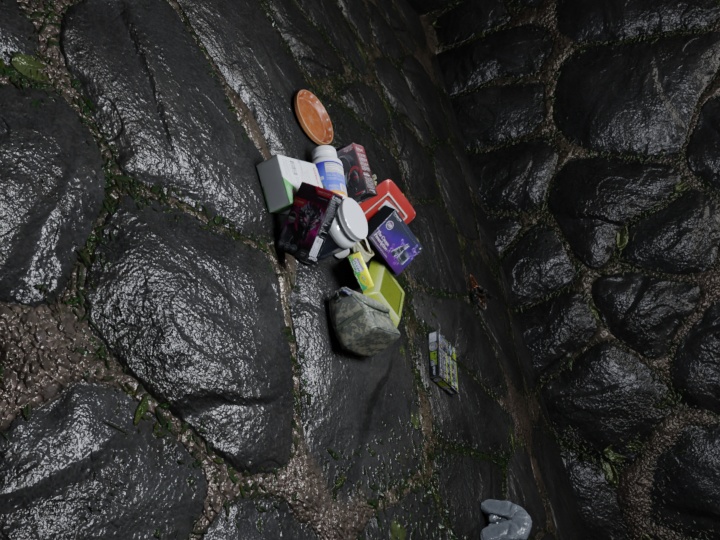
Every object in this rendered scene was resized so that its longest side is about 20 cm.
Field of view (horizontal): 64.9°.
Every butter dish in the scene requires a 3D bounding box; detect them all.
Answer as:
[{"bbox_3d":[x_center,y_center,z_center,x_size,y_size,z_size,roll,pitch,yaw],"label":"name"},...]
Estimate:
[{"bbox_3d":[0.064,-0.224,2.041,0.200,0.199,0.148,47,8,-33],"label":"butter dish"}]

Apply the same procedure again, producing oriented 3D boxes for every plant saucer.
[{"bbox_3d":[0.094,0.082,1.980,0.200,0.048,0.201,53,31,-28],"label":"plant saucer"},{"bbox_3d":[-0.165,-0.525,1.958,0.200,0.032,0.202,41,38,-41],"label":"plant saucer"}]

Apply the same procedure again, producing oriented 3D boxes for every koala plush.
[{"bbox_3d":[0.549,0.965,2.071,0.178,0.182,0.201,-70,143,-51],"label":"koala plush"}]

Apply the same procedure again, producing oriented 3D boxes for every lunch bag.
[{"bbox_3d":[0.004,0.145,1.674,0.200,0.139,0.168,25,31,-56],"label":"lunch bag"}]

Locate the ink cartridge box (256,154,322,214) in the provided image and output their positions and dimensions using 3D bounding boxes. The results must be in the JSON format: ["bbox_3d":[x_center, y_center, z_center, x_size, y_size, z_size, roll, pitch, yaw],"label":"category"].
[{"bbox_3d":[-0.194,-0.242,1.647,0.199,0.087,0.147,-4,76,-60],"label":"ink cartridge box"}]

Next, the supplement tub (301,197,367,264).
[{"bbox_3d":[-0.094,-0.112,1.613,0.140,0.199,0.141,40,38,-42],"label":"supplement tub"}]

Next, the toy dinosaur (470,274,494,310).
[{"bbox_3d":[0.583,0.118,2.819,0.200,0.102,0.136,41,12,-19],"label":"toy dinosaur"}]

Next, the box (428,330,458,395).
[{"bbox_3d":[0.322,0.360,2.202,0.160,0.044,0.201,44,36,-40],"label":"box"}]

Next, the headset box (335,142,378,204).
[{"bbox_3d":[-0.045,-0.321,1.906,0.075,0.148,0.202,0,72,-61],"label":"headset box"}]

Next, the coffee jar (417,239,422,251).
[{"bbox_3d":[0.151,-0.126,2.167,0.200,0.104,0.086,49,22,-32],"label":"coffee jar"}]

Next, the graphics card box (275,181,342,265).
[{"bbox_3d":[-0.140,-0.129,1.526,0.051,0.125,0.202,20,93,-56],"label":"graphics card box"}]

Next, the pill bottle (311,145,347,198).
[{"bbox_3d":[-0.106,-0.295,1.817,0.112,0.111,0.202,24,50,-53],"label":"pill bottle"}]

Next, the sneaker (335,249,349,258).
[{"bbox_3d":[-0.084,-0.142,1.787,0.089,0.075,0.202,-93,172,-62],"label":"sneaker"}]

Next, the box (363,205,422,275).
[{"bbox_3d":[0.107,-0.104,1.971,0.141,0.079,0.200,-48,124,-11],"label":"box"}]

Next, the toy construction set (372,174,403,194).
[{"bbox_3d":[0.085,-0.289,2.178,0.200,0.092,0.132,35,66,-36],"label":"toy construction set"}]

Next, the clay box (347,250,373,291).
[{"bbox_3d":[0.000,0.000,1.782,0.200,0.047,0.116,-122,-171,-86],"label":"clay box"}]

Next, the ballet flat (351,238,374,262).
[{"bbox_3d":[-0.020,-0.110,1.892,0.200,0.069,0.070,52,32,-29],"label":"ballet flat"}]
